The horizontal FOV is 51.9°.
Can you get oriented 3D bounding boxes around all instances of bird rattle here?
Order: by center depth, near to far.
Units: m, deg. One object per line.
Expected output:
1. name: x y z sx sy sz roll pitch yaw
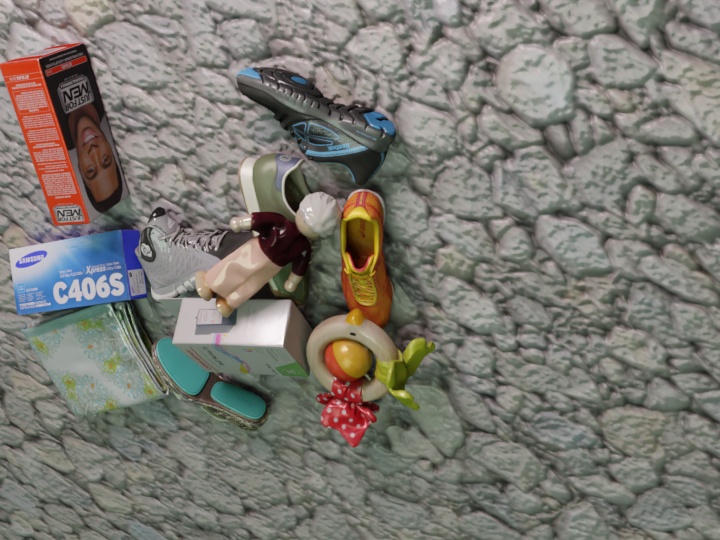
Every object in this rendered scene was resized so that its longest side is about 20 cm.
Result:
1. bird rattle: -0.001 0.128 0.977 0.198 0.113 0.164 -28 108 43

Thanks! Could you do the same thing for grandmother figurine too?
1. grandmother figurine: -0.108 -0.026 0.882 0.198 0.061 0.121 -33 134 16

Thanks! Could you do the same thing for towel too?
1. towel: -0.398 0.134 1.120 0.196 0.048 0.174 -14 110 22

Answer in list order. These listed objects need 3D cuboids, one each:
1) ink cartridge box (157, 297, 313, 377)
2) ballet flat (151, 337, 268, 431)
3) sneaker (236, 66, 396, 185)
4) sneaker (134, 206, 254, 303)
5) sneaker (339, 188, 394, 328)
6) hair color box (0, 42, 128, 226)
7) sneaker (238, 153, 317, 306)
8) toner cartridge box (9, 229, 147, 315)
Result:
1. ink cartridge box: -0.171 0.090 0.992 0.195 0.069 0.118 0 153 16
2. ballet flat: -0.229 0.179 1.089 0.198 0.068 0.076 33 136 -5
3. sneaker: -0.060 -0.169 0.859 0.197 0.073 0.083 27 120 2
4. sneaker: -0.225 -0.038 0.972 0.197 0.075 0.117 -22 106 25
5. sneaker: 0.000 0.000 0.921 0.071 0.078 0.204 1 125 14
6. hair color box: -0.367 -0.170 0.930 0.060 0.102 0.204 -2 116 16
7. sneaker: -0.083 -0.049 0.927 0.088 0.067 0.204 -7 111 24
8. toner cartridge box: -0.398 0.004 1.040 0.195 0.043 0.098 -8 89 19
